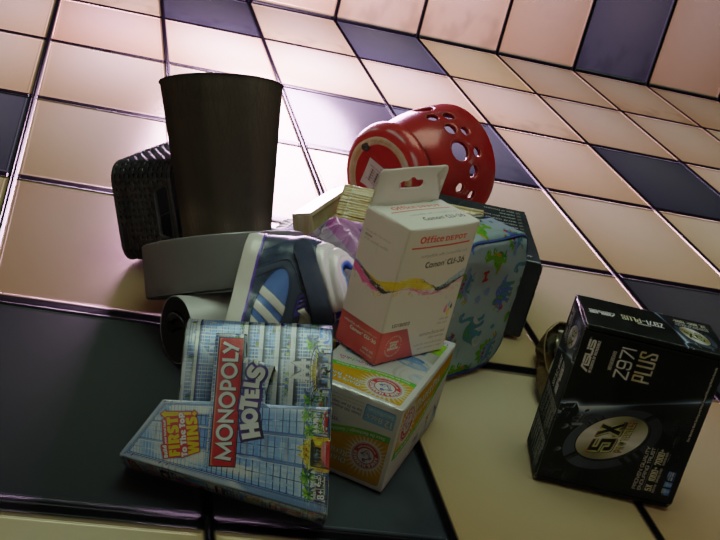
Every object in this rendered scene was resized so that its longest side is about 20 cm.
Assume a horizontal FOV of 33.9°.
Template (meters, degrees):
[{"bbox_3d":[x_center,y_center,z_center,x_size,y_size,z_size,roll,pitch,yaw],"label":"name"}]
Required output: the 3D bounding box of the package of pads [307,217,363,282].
[{"bbox_3d":[0.000,0.000,1.476,0.121,0.076,0.200,54,8,7],"label":"package of pads"}]

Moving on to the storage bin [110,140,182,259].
[{"bbox_3d":[-0.245,-0.102,1.623,0.093,0.136,0.200,1,17,22],"label":"storage bin"}]

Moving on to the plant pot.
[{"bbox_3d":[0.093,-0.166,1.937,0.200,0.201,0.182,32,30,35],"label":"plant pot"}]

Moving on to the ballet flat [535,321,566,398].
[{"bbox_3d":[0.265,0.122,1.536,0.068,0.073,0.200,15,23,0],"label":"ballet flat"}]

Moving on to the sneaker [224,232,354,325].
[{"bbox_3d":[-0.072,0.060,1.314,0.146,0.201,0.081,11,-11,1],"label":"sneaker"}]

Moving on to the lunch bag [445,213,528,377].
[{"bbox_3d":[0.124,0.032,1.490,0.082,0.201,0.160,31,28,35],"label":"lunch bag"}]

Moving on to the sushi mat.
[{"bbox_3d":[0.063,-0.057,1.594,0.199,0.096,0.012,11,-21,8],"label":"sushi mat"}]

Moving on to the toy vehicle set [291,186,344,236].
[{"bbox_3d":[-0.043,-0.038,1.628,0.026,0.125,0.200,-3,13,16],"label":"toy vehicle set"}]

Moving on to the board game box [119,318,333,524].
[{"bbox_3d":[-0.128,0.140,1.153,0.199,0.062,0.201,3,68,-4],"label":"board game box"}]

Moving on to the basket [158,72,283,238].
[{"bbox_3d":[-0.174,-0.138,1.505,0.136,0.201,0.180,-3,-3,38],"label":"basket"}]

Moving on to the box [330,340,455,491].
[{"bbox_3d":[0.017,0.140,1.300,0.112,0.102,0.200,20,23,15],"label":"box"}]

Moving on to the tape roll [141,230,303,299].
[{"bbox_3d":[-0.166,-0.005,1.448,0.199,0.066,0.200,-6,-2,0],"label":"tape roll"}]

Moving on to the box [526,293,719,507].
[{"bbox_3d":[0.295,0.147,1.329,0.163,0.201,0.086,14,22,-4],"label":"box"}]

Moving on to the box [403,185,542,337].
[{"bbox_3d":[0.143,-0.017,1.715,0.199,0.124,0.197,12,22,-4],"label":"box"}]

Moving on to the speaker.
[{"bbox_3d":[-0.136,0.063,1.411,0.199,0.082,0.081,-3,28,-38],"label":"speaker"}]

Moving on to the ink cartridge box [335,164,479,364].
[{"bbox_3d":[0.055,-0.008,1.272,0.116,0.201,0.067,-10,32,-45],"label":"ink cartridge box"}]

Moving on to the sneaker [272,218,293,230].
[{"bbox_3d":[-0.100,-0.021,1.633,0.089,0.079,0.200,20,23,18],"label":"sneaker"}]
